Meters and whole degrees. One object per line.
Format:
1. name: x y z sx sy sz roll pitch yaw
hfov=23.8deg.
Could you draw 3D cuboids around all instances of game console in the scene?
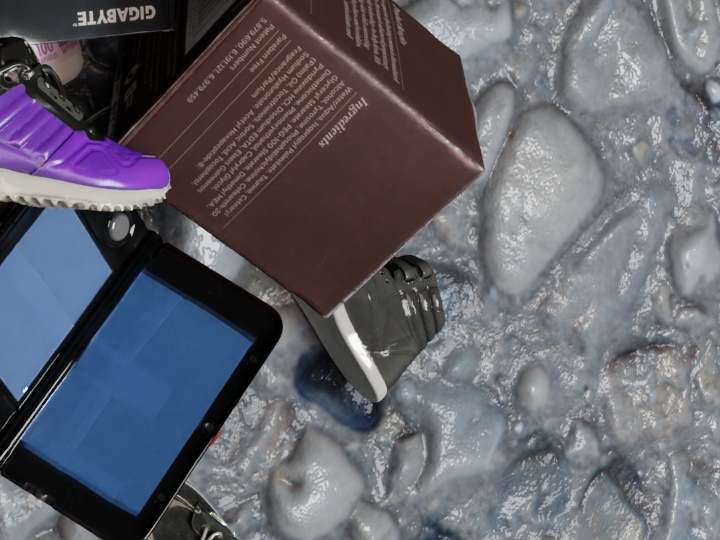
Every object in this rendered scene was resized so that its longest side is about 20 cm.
1. game console: -0.167 0.042 1.099 0.201 0.118 0.173 -57 144 -27

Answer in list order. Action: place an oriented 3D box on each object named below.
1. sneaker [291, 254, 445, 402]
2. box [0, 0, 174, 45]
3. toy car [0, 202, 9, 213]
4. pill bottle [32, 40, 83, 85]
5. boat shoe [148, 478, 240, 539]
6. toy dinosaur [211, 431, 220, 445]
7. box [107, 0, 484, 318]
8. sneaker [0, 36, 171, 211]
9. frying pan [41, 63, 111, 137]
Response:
1. sneaker: 0.000 0.000 1.364 0.099 0.071 0.201 -40 122 -21
2. box: -0.213 -0.221 1.067 0.199 0.046 0.160 -13 105 -41
3. toy car: -0.285 -0.021 1.143 0.200 0.164 0.159 32 84 -44
4. pill bottle: -0.262 -0.213 1.131 0.112 0.112 0.201 -24 113 -24
5. boat shoe: -0.124 0.215 1.331 0.200 0.071 0.072 42 79 -30
6. toy dinosaur: -0.188 0.098 1.227 0.180 0.200 0.106 23 107 -6
7. box: -0.046 -0.114 1.178 0.200 0.166 0.164 37 114 -24
8. sneaker: -0.198 -0.090 1.032 0.199 0.069 0.100 5 90 -39
9. frying pan: -0.182 -0.091 1.191 0.115 0.031 0.191 -41 160 -37
